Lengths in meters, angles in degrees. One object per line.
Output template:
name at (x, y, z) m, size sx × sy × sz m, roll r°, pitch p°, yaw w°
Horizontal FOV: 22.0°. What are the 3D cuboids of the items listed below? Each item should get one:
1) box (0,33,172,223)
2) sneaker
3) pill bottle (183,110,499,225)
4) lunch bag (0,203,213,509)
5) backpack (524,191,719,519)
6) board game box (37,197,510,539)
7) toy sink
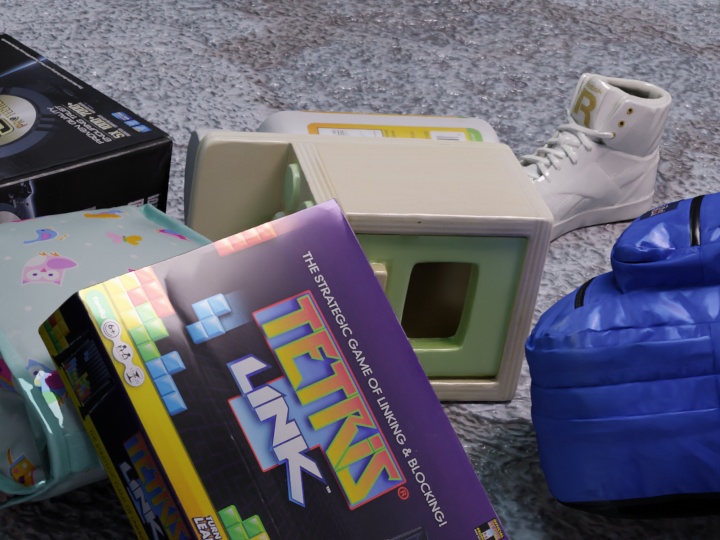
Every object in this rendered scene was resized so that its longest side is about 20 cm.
box at (-0.248, -0.072, 1.221) m, size 0.163 × 0.087 × 0.199 m, roll -19°, pitch 39°, yaw -41°
sneaker at (0.143, -0.087, 1.343) m, size 0.199 × 0.116 × 0.074 m, roll -16°, pitch 38°, yaw -36°
pill bottle at (-0.013, -0.048, 1.223) m, size 0.198 × 0.112 × 0.111 m, roll 1°, pitch 29°, yaw -14°
lunch bag at (-0.137, 0.051, 0.996) m, size 0.169 × 0.123 × 0.200 m, roll -11°, pitch 28°, yaw -34°
backpack at (0.189, 0.045, 1.024) m, size 0.198 × 0.169 × 0.162 m, roll -13°, pitch 0°, yaw 17°
board game box at (-0.039, 0.082, 0.905) m, size 0.165 × 0.057 × 0.201 m, roll -22°, pitch 81°, yaw -37°
toy sink at (0.000, 0.000, 1.121) m, size 0.198 × 0.131 × 0.112 m, roll 2°, pitch 29°, yaw -16°
